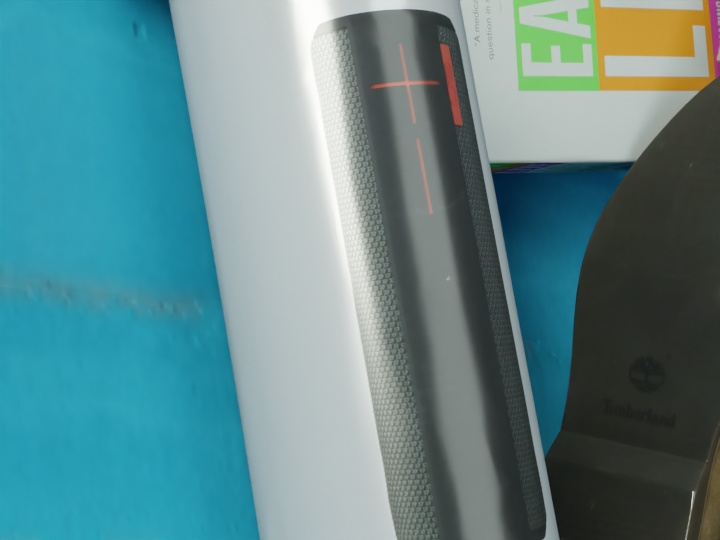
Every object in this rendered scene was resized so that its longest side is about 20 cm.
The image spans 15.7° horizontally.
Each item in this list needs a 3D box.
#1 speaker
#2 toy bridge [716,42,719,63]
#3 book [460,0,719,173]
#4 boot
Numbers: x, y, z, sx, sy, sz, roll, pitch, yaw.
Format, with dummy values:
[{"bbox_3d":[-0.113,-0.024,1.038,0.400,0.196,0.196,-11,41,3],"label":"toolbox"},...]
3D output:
[{"bbox_3d":[0.000,0.000,0.703,0.081,0.081,0.201,3,75,-58],"label":"speaker"},{"bbox_3d":[0.135,-0.096,0.856,0.200,0.027,0.067,30,64,-34],"label":"toy bridge"},{"bbox_3d":[0.086,-0.098,0.861,0.199,0.048,0.134,-4,85,-39],"label":"book"},{"bbox_3d":[0.108,0.029,0.842,0.075,0.073,0.201,29,82,-64],"label":"boot"}]
